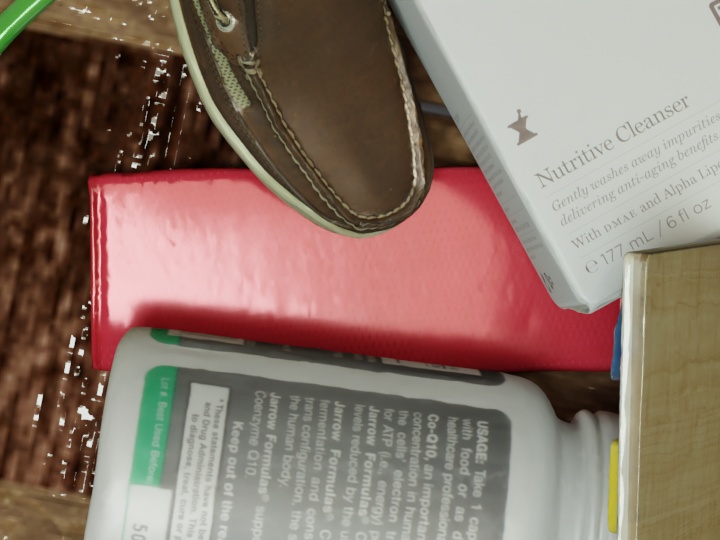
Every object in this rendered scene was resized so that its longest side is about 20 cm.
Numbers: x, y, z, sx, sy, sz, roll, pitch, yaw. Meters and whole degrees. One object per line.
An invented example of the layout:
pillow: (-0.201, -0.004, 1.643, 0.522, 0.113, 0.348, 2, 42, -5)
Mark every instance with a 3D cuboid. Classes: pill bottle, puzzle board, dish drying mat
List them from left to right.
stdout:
dish drying mat: (0.000, 0.000, 0.823, 0.199, 0.018, 0.077, 0, 94, -4)
pill bottle: (0.006, 0.087, 0.782, 0.199, 0.113, 0.113, 8, 94, -3)
puzzle board: (0.127, 0.063, 0.758, 0.017, 0.200, 0.151, 4, 96, 30)

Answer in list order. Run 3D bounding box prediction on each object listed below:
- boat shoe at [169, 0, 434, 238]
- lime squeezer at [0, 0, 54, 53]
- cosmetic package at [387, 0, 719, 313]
boat shoe: (-0.030, -0.100, 0.756, 0.075, 0.075, 0.203, -32, 104, -14)
lime squeezer: (-0.085, -0.163, 0.802, 0.070, 0.038, 0.201, 17, 95, 27)
cosmetic package: (0.072, -0.098, 0.778, 0.113, 0.081, 0.200, -31, 91, -2)
